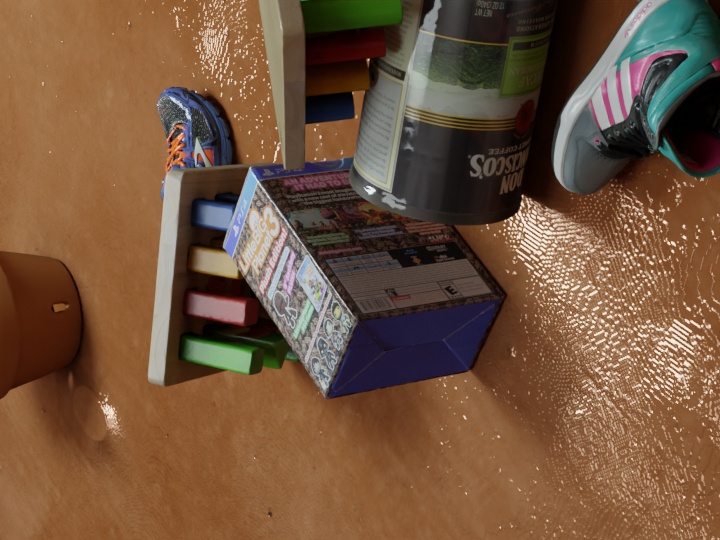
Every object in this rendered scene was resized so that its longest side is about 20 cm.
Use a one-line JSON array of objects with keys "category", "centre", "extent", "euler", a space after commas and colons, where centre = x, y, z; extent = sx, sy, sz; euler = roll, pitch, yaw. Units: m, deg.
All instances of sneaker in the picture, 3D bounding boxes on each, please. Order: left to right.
[{"category": "sneaker", "centre": [-0.174, -0.103, 2.045], "extent": [0.075, 0.078, 0.200], "euler": [-45, 60, 49]}, {"category": "sneaker", "centre": [0.220, -0.103, 1.467], "extent": [0.200, 0.083, 0.121], "euler": [-63, 38, 39]}]

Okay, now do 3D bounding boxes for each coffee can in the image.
[{"category": "coffee can", "centre": [0.076, -0.156, 1.604], "extent": [0.146, 0.146, 0.200], "euler": [36, 126, 47]}]

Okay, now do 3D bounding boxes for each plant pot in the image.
[{"category": "plant pot", "centre": [-0.434, 0.060, 2.409], "extent": [0.200, 0.140, 0.201], "euler": [15, 109, 53]}]

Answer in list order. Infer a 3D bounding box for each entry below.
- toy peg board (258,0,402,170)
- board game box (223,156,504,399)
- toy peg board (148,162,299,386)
[{"category": "toy peg board", "centre": [-0.028, -0.219, 1.584], "extent": [0.199, 0.098, 0.200], "euler": [92, 170, -61]}, {"category": "board game box", "centre": [0.000, 0.000, 1.739], "extent": [0.200, 0.159, 0.097], "euler": [55, 138, 35]}, {"category": "toy peg board", "centre": [-0.101, 0.006, 1.876], "extent": [0.098, 0.200, 0.200], "euler": [10, 100, 25]}]
